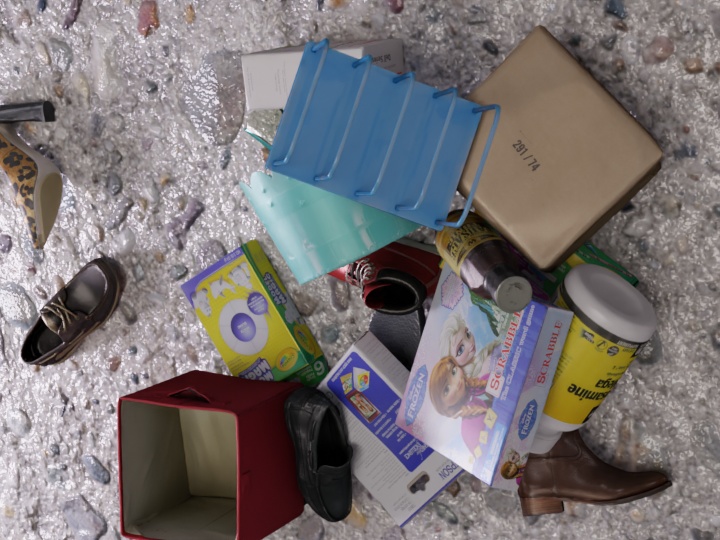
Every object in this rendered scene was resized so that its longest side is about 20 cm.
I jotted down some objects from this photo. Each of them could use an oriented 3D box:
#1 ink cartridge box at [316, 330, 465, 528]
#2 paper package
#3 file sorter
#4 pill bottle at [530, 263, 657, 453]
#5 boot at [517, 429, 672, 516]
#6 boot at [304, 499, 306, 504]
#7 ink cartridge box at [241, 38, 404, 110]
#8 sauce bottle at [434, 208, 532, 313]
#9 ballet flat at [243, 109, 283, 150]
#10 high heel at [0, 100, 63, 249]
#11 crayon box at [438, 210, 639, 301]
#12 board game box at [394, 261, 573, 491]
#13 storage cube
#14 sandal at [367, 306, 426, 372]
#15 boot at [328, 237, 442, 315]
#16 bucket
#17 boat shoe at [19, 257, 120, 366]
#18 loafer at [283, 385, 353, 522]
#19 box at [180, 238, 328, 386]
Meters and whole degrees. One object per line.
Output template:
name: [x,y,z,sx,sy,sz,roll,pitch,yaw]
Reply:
ink cartridge box: [0.032,0.196,1.783,0.200,0.047,0.198,45,141,5]
paper package: [0.198,-0.127,1.578,0.191,0.103,0.200,-44,79,6]
file sorter: [0.024,-0.137,1.466,0.199,0.123,0.140,19,89,-10]
pill bottle: [0.227,0.101,1.591,0.112,0.112,0.201,38,118,12]
boot: [0.258,0.175,1.695,0.185,0.064,0.202,-8,82,0]
boot: [-0.170,0.255,1.930,0.164,0.066,0.201,-35,83,28]
ink cartridge box: [-0.023,-0.229,1.683,0.198,0.117,0.068,0,103,24]
sauce bottle: [0.133,-0.010,1.545,0.065,0.200,0.067,-5,109,-14]
ballet flat: [-0.055,-0.138,1.758,0.200,0.072,0.072,41,118,8]
high heel: [-0.476,-0.126,1.956,0.141,0.071,0.202,-3,87,20]
crayon box: [0.203,0.002,1.671,0.200,0.058,0.119,38,117,11]
board game box: [0.130,0.110,1.592,0.199,0.041,0.202,25,100,57]
storage cube: [-0.180,0.229,1.795,0.170,0.180,0.202,4,99,24]
sandal: [0.048,0.114,1.793,0.076,0.043,0.202,19,123,26]
boot: [0.000,0.000,1.722,0.199,0.144,0.073,12,111,24]
bucket: [-0.019,-0.083,1.620,0.206,0.207,0.136,-24,94,29]
boat shoe: [-0.396,0.066,1.975,0.074,0.073,0.200,43,118,9]
loafer: [-0.042,0.235,1.797,0.070,0.068,0.202,19,133,42]
box: [-0.134,0.075,1.866,0.117,0.048,0.201,-31,91,30]
